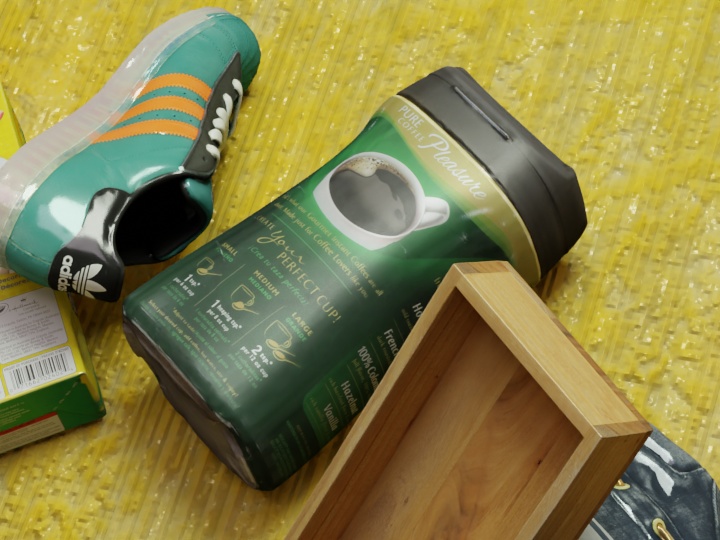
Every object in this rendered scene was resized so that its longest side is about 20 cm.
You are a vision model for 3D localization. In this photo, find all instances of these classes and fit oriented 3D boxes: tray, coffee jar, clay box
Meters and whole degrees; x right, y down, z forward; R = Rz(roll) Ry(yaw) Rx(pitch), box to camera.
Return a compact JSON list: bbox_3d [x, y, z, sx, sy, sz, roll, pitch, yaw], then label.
[{"bbox_3d":[0.030,0.104,1.124,0.037,0.200,0.099,-4,44,-45],"label":"tray"},{"bbox_3d":[0.000,0.000,1.240,0.200,0.085,0.104,-37,58,-11],"label":"coffee jar"},{"bbox_3d":[-0.200,-0.004,1.305,0.115,0.048,0.200,-19,57,0],"label":"clay box"}]

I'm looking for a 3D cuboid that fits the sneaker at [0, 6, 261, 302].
[{"bbox_3d":[-0.091,-0.048,1.281,0.080,0.071,0.200,29,46,14],"label":"sneaker"}]

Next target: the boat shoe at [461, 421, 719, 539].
[{"bbox_3d":[0.134,0.142,1.138,0.091,0.071,0.200,-27,71,-37],"label":"boat shoe"}]
